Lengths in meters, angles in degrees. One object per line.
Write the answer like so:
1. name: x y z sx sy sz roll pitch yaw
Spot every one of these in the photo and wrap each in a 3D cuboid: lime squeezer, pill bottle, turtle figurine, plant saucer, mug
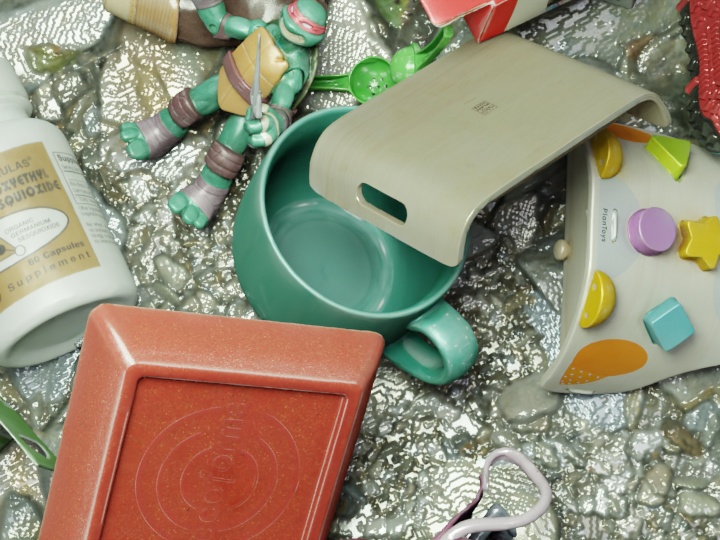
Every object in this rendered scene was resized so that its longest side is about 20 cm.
1. lime squeezer: 0.014 -0.147 1.287 0.199 0.070 0.038 -8 60 45
2. pill bottle: -0.247 -0.044 1.272 0.114 0.114 0.201 -27 76 -2
3. turtle figurine: -0.082 -0.134 1.260 0.200 0.100 0.150 -50 52 29
4. plant saucer: -0.094 0.126 1.154 0.198 0.037 0.201 7 114 -22
5. mug: -0.010 -0.005 1.232 0.150 0.114 0.187 0 68 -20

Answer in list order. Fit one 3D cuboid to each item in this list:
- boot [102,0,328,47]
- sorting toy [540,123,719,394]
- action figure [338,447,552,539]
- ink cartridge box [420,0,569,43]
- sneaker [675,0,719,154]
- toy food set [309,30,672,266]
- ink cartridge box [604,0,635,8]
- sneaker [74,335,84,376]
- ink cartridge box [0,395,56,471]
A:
1. boot: -0.095 -0.258 1.347 0.164 0.072 0.202 12 77 -6
2. sorting toy: 0.227 -0.014 1.255 0.178 0.107 0.202 7 77 -14
3. action figure: 0.034 0.202 1.157 0.134 0.198 0.150 43 119 50
4. ink cartridge box: 0.107 -0.236 1.214 0.199 0.067 0.117 -25 78 -12
5. sneaker: 0.284 -0.161 1.294 0.095 0.079 0.202 18 64 -26
6. toy food set: 0.085 -0.081 1.175 0.199 0.061 0.143 -34 43 -27
7. ink cartridge box: 0.130 -0.297 1.319 0.198 0.083 0.148 19 79 7
8. sneaker: -0.130 0.125 1.211 0.078 0.140 0.200 -43 77 -7
9. ink cartridge box: -0.295 0.086 1.251 0.059 0.104 0.200 -43 78 -6
